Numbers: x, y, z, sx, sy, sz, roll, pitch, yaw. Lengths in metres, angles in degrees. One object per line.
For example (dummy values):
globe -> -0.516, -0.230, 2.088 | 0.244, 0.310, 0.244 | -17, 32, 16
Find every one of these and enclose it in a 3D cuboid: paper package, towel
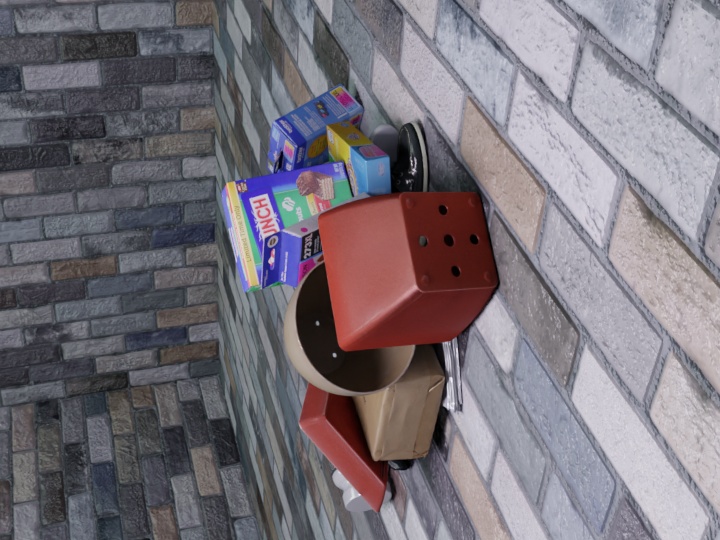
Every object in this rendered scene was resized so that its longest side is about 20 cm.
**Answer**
paper package -> 0.051, 0.167, 1.583 | 0.202, 0.102, 0.193 | -111, 22, -44
towel -> 0.113, 0.138, 1.576 | 0.200, 0.023, 0.150 | -164, 69, -73

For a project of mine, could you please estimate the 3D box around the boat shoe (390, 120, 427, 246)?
boat shoe -> 0.065, -0.132, 1.556 | 0.075, 0.065, 0.203 | -133, 39, -63

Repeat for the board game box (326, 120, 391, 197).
board game box -> -0.001, -0.138, 1.589 | 0.200, 0.040, 0.156 | -130, 32, -60

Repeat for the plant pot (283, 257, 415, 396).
plant pot -> -0.035, 0.094, 1.447 | 0.134, 0.197, 0.204 | -32, 65, 56

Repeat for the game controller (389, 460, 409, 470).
game controller -> 0.027, 0.273, 1.789 | 0.201, 0.042, 0.105 | 53, 163, 25

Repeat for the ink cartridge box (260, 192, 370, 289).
ink cartridge box -> -0.060, -0.039, 1.454 | 0.037, 0.198, 0.096 | 39, 138, 33

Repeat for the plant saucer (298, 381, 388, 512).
plant saucer -> -0.015, 0.264, 1.612 | 0.200, 0.036, 0.200 | 50, -165, -14

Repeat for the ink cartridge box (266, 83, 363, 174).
ink cartridge box -> -0.098, -0.239, 1.835 | 0.076, 0.199, 0.137 | 47, 151, 20

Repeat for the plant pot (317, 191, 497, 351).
plant pot -> 0.078, -0.013, 1.363 | 0.176, 0.197, 0.204 | -31, 66, 57

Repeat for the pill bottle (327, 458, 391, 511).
pill bottle -> -0.009, 0.359, 1.933 | 0.117, 0.114, 0.203 | 106, 153, -54

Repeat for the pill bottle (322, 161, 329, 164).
pill bottle -> -0.024, -0.091, 1.777 | 0.112, 0.110, 0.203 | -135, 28, -65

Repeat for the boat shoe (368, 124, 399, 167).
boat shoe -> 0.036, -0.152, 1.659 | 0.070, 0.070, 0.203 | -131, 31, -58

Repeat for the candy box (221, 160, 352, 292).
candy box -> -0.106, -0.070, 1.566 | 0.077, 0.197, 0.172 | 139, 117, -72
